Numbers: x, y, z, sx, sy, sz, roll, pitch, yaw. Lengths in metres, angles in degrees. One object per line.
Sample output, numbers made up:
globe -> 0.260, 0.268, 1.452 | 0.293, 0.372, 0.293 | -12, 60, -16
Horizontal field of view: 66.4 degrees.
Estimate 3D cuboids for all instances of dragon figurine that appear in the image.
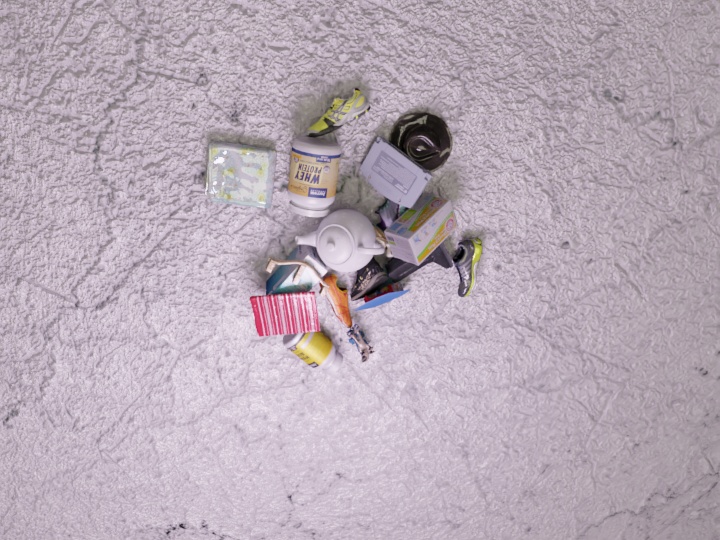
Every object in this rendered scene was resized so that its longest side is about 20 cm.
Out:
dragon figurine -> 0.000, 0.245, 1.858 | 0.058, 0.100, 0.201 | -32, 158, -7

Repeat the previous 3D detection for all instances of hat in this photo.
hat -> 0.186, -0.369, 1.624 | 0.197, 0.081, 0.204 | -3, 112, -8

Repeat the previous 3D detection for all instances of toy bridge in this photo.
toy bridge -> -0.178, 0.007, 1.597 | 0.198, 0.027, 0.068 | 26, 104, -17

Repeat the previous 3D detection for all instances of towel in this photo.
towel -> -0.225, 0.129, 1.643 | 0.196, 0.023, 0.147 | -5, 121, 1
towel -> -0.349, -0.277, 1.599 | 0.196, 0.048, 0.174 | 6, 113, -11

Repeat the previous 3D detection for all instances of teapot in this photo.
teapot -> -0.052, -0.080, 1.597 | 0.199, 0.146, 0.199 | -39, 86, 25

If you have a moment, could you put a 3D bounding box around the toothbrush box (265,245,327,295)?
toothbrush box -> -0.200, 0.019, 1.694 | 0.085, 0.147, 0.200 | 37, 102, -22

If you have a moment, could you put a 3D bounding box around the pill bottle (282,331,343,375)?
pill bottle -> -0.152, 0.257, 1.821 | 0.199, 0.112, 0.111 | 41, 102, -22

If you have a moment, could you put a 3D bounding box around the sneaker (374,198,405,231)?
sneaker -> 0.092, -0.200, 1.688 | 0.086, 0.075, 0.203 | 7, 112, -6

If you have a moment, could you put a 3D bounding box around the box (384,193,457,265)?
box -> 0.186, -0.127, 1.660 | 0.200, 0.112, 0.102 | -43, 129, -23

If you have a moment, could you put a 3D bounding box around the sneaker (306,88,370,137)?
sneaker -> -0.071, -0.445, 1.564 | 0.198, 0.075, 0.077 | -31, 107, -6

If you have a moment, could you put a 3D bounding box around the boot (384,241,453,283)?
boot -> 0.188, -0.015, 1.763 | 0.198, 0.066, 0.165 | -33, 138, 4

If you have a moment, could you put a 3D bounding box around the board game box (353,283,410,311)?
board game box -> 0.062, 0.079, 1.762 | 0.157, 0.199, 0.040 | -29, 76, 34

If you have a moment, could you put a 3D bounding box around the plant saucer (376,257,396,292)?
plant saucer -> 0.113, -0.001, 1.804 | 0.070, 0.019, 0.200 | 41, 102, -21

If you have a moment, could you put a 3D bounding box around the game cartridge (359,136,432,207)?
game cartridge -> 0.099, -0.283, 1.619 | 0.199, 0.040, 0.134 | 39, 112, 11

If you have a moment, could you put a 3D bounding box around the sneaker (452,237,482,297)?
sneaker -> 0.338, -0.010, 1.805 | 0.079, 0.074, 0.204 | 2, 106, -17

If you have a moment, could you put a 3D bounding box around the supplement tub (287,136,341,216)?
supplement tub -> -0.135, -0.269, 1.582 | 0.142, 0.145, 0.203 | 5, 112, -11

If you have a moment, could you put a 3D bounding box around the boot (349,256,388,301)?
boot -> 0.002, -0.001, 1.753 | 0.073, 0.204, 0.156 | -18, 75, -33

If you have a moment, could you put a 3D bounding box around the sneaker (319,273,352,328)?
sneaker -> -0.063, 0.104, 1.794 | 0.076, 0.073, 0.202 | -29, 118, -9

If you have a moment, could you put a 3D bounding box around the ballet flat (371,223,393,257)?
ballet flat -> 0.079, -0.079, 1.707 | 0.198, 0.070, 0.066 | 24, 65, -28
